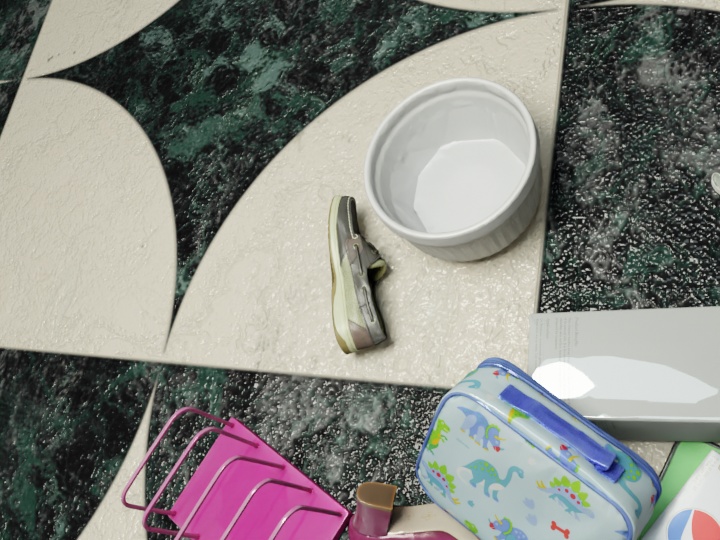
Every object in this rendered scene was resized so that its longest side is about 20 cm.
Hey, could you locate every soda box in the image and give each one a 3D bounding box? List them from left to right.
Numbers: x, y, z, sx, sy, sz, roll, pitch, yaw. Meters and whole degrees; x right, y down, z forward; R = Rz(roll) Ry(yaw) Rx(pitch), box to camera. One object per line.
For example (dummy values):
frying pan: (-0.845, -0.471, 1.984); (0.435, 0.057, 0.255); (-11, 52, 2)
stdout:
soda box: (0.271, 0.256, 0.655); (0.064, 0.068, 0.200); (37, 87, 32)

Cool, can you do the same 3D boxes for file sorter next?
file sorter: (-0.142, 0.260, 0.824); (0.199, 0.125, 0.140); (30, 83, 32)

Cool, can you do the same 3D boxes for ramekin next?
ramekin: (0.113, -0.106, 0.869); (0.198, 0.105, 0.202); (-11, 63, 22)

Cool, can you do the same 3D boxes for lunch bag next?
lunch bag: (0.155, 0.186, 0.683); (0.199, 0.162, 0.082); (34, 44, 24)

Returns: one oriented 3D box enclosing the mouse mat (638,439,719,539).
mouse mat: (0.347, 0.256, 0.665); (0.199, 0.008, 0.162); (25, 80, 31)

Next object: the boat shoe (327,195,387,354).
boat shoe: (0.000, 0.000, 0.910); (0.065, 0.072, 0.203); (-8, 65, 11)

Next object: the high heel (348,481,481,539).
high heel: (0.085, 0.277, 0.769); (0.198, 0.097, 0.068); (15, 35, 16)

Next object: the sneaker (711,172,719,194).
sneaker: (0.437, -0.121, 0.743); (0.199, 0.079, 0.130); (-44, 65, 14)

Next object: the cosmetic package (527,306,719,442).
cosmetic package: (0.264, 0.101, 0.727); (0.198, 0.081, 0.114); (-1, 65, 24)
